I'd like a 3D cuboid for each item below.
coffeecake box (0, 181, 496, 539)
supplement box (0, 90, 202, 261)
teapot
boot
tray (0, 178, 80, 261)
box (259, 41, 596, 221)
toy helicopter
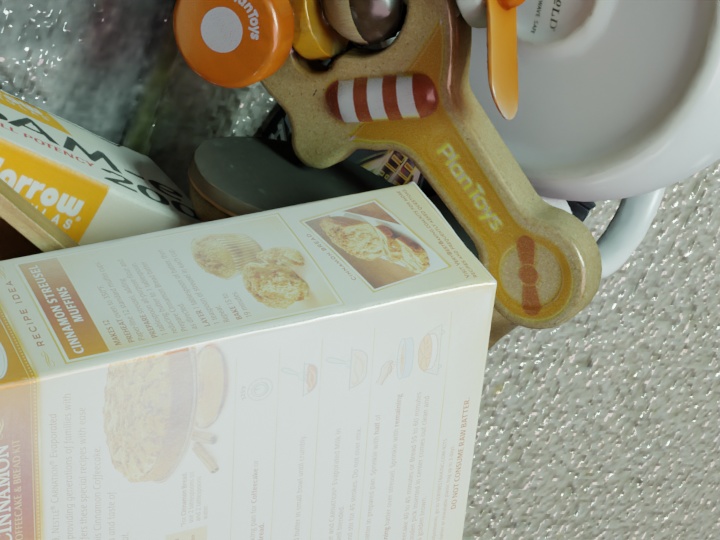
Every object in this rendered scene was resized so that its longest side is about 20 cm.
[{"bbox_3d":[-0.060,0.066,0.759,0.199,0.073,0.154,-11,128,-23],"label":"coffeecake box"},{"bbox_3d":[-0.166,0.030,0.823,0.126,0.074,0.200,23,105,-42],"label":"supplement box"},{"bbox_3d":[0.110,-0.123,0.849,0.200,0.198,0.146,-35,169,36],"label":"teapot"},{"bbox_3d":[0.000,0.000,0.863,0.199,0.074,0.076,17,120,-42],"label":"boot"},{"bbox_3d":[-0.159,0.007,0.739,0.099,0.037,0.200,-45,131,1],"label":"tray"},{"bbox_3d":[-0.008,0.011,0.941,0.159,0.046,0.200,28,102,-43],"label":"box"},{"bbox_3d":[0.032,-0.070,0.796,0.132,0.200,0.079,-36,180,27],"label":"toy helicopter"}]
